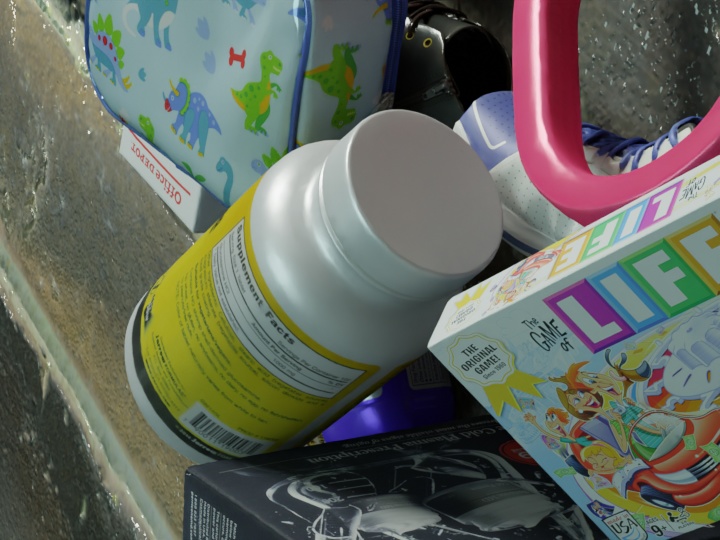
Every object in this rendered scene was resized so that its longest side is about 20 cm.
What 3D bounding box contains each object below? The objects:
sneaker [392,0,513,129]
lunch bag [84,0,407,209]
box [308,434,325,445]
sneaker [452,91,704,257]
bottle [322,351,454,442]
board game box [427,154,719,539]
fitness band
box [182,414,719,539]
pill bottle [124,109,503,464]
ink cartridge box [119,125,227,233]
[{"bbox_3d":[0.019,-0.138,1.051,0.106,0.074,0.201,-36,73,50],"label":"sneaker"},{"bbox_3d":[-0.062,-0.129,1.026,0.200,0.082,0.162,38,131,39],"label":"lunch bag"},{"bbox_3d":[-0.042,0.192,1.168,0.159,0.046,0.201,-106,27,-56],"label":"box"},{"bbox_3d":[0.134,-0.035,0.871,0.200,0.080,0.116,49,130,35],"label":"sneaker"},{"bbox_3d":[0.000,0.000,1.096,0.083,0.065,0.201,-25,73,56],"label":"bottle"},{"bbox_3d":[0.142,0.030,0.777,0.134,0.034,0.200,46,132,-16],"label":"board game box"},{"bbox_3d":[0.126,-0.107,0.826,0.143,0.037,0.201,-28,46,38],"label":"fitness band"},{"bbox_3d":[0.044,0.153,0.919,0.182,0.199,0.105,25,117,53],"label":"box"},{"bbox_3d":[-0.023,0.010,0.933,0.200,0.112,0.113,-40,61,46],"label":"pill bottle"},{"bbox_3d":[-0.092,-0.103,1.229,0.116,0.066,0.201,44,130,46],"label":"ink cartridge box"}]
